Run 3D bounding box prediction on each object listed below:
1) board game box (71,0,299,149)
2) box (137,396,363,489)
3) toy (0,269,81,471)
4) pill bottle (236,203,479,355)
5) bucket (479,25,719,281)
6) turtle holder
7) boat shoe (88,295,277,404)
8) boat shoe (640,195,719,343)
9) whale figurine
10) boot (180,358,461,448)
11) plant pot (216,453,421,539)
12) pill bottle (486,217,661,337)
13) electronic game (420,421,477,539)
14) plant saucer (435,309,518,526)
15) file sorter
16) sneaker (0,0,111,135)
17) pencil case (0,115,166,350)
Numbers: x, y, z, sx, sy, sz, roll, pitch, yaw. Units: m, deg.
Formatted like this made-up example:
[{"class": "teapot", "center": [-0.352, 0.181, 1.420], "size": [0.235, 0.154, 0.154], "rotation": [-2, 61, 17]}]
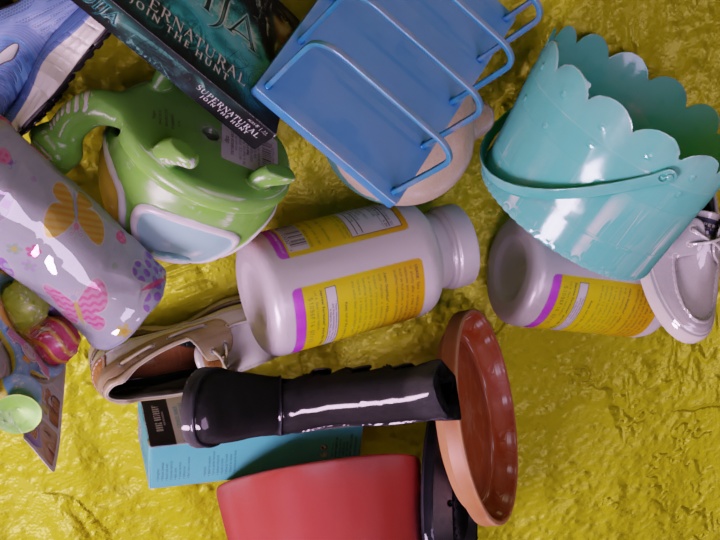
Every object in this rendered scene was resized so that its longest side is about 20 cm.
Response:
[{"class": "board game box", "center": [-0.130, -0.200, 0.879], "size": [0.028, 0.136, 0.200], "rotation": [-25, 131, 35]}, {"class": "box", "center": [-0.104, 0.149, 1.107], "size": [0.198, 0.082, 0.050], "rotation": [-4, 120, -17]}, {"class": "toy", "center": [-0.252, 0.047, 0.926], "size": [0.047, 0.201, 0.116], "rotation": [-25, 124, 10]}, {"class": "pill bottle", "center": [0.000, 0.000, 1.032], "size": [0.198, 0.104, 0.105], "rotation": [-14, 122, -20]}, {"class": "bucket", "center": [0.208, -0.099, 1.012], "size": [0.206, 0.208, 0.135], "rotation": [18, 119, -26]}, {"class": "turtle holder", "center": [-0.151, -0.074, 0.932], "size": [0.184, 0.141, 0.132], "rotation": [-6, 144, -44]}, {"class": "boat shoe", "center": [-0.140, 0.078, 1.062], "size": [0.198, 0.068, 0.075], "rotation": [-16, 121, -11]}, {"class": "boat shoe", "center": [0.299, -0.037, 1.079], "size": [0.071, 0.202, 0.069], "rotation": [14, 154, -19]}, {"class": "whale figurine", "center": [0.039, -0.154, 0.996], "size": [0.158, 0.104, 0.202], "rotation": [19, 86, -23]}, {"class": "boot", "center": [-0.028, 0.109, 0.975], "size": [0.198, 0.165, 0.066], "rotation": [-2, 89, 17]}, {"class": "plant pot", "center": [-0.028, 0.275, 1.096], "size": [0.198, 0.179, 0.201], "rotation": [-7, 164, -2]}, {"class": "pill bottle", "center": [0.227, 0.008, 1.130], "size": [0.198, 0.104, 0.105], "rotation": [7, 115, -21]}, {"class": "electronic game", "center": [0.084, 0.228, 1.154], "size": [0.041, 0.201, 0.201], "rotation": [-3, 122, 14]}, {"class": "plant saucer", "center": [0.107, 0.138, 1.117], "size": [0.032, 0.201, 0.201], "rotation": [-10, 125, 19]}, {"class": "file sorter", "center": [0.043, -0.177, 0.873], "size": [0.138, 0.123, 0.201], "rotation": [38, 69, -13]}, {"class": "sneaker", "center": [-0.264, -0.159, 0.897], "size": [0.089, 0.079, 0.200], "rotation": [41, 105, -10]}, {"class": "pencil case", "center": [-0.236, -0.027, 0.877], "size": [0.090, 0.084, 0.200], "rotation": [-24, 125, 36]}]
